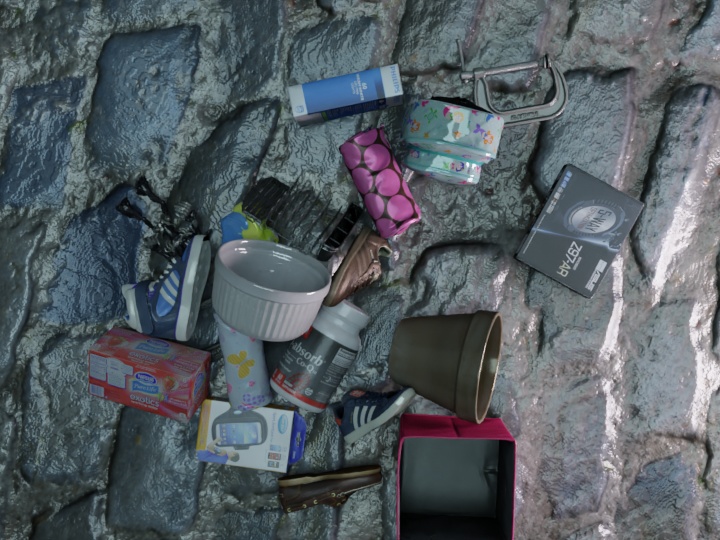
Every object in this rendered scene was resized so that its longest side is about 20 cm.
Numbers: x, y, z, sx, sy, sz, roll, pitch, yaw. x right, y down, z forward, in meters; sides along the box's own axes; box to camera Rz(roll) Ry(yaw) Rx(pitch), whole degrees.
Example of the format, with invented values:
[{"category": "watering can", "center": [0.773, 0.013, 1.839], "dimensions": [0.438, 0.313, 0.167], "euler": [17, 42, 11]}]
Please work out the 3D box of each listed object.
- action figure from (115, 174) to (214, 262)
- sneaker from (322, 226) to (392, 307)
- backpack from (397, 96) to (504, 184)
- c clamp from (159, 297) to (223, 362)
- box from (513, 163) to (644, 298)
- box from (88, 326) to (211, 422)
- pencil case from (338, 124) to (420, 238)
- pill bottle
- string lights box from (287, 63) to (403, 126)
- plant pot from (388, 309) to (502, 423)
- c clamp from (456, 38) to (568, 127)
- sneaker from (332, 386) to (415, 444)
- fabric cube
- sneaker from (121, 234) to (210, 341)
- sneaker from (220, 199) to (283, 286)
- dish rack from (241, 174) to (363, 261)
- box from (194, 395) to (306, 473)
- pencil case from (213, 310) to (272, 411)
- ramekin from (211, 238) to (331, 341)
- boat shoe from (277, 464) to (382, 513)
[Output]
[{"category": "action figure", "center": [-0.356, -0.077, 1.547], "dimensions": [0.200, 0.102, 0.119], "euler": [41, 81, 2]}, {"category": "sneaker", "center": [0.000, 0.000, 1.505], "dimensions": [0.075, 0.070, 0.200], "euler": [32, 50, -3]}, {"category": "backpack", "center": [0.156, -0.230, 1.469], "dimensions": [0.177, 0.200, 0.151], "euler": [13, 89, -5]}, {"category": "c clamp", "center": [-0.300, 0.093, 1.574], "dimensions": [0.200, 0.027, 0.171], "euler": [-31, 102, 3]}, {"category": "box", "center": [0.400, -0.072, 1.547], "dimensions": [0.160, 0.044, 0.200], "euler": [30, 92, 2]}, {"category": "box", "center": [-0.383, 0.186, 1.527], "dimensions": [0.200, 0.095, 0.103], "euler": [13, 117, 10]}, {"category": "pencil case", "center": [0.040, -0.163, 1.541], "dimensions": [0.094, 0.091, 0.200], "euler": [-25, 92, -14]}, {"category": "pill bottle", "center": [-0.070, 0.147, 1.533], "dimensions": [0.116, 0.116, 0.200], "euler": [30, 92, 1]}, {"category": "string lights box", "center": [-0.024, -0.317, 1.528], "dimensions": [0.200, 0.103, 0.059], "euler": [-12, 90, 2]}, {"category": "plant pot", "center": [0.149, 0.156, 1.503], "dimensions": [0.173, 0.200, 0.200], "euler": [11, 92, 19]}, {"category": "c clamp", "center": [0.282, -0.352, 1.555], "dimensions": [0.199, 0.027, 0.171], "euler": [-4, 91, 3]}, {"category": "sneaker", "center": [0.016, 0.242, 1.515], "dimensions": [0.200, 0.075, 0.085], "euler": [-41, 78, 40]}, {"category": "fabric cube", "center": [0.162, 0.370, 1.488], "dimensions": [0.199, 0.199, 0.197], "euler": [2, 92, 2]}, {"category": "sneaker", "center": [-0.359, 0.021, 1.508], "dimensions": [0.146, 0.081, 0.201], "euler": [13, 95, 8]}, {"category": "sneaker", "center": [-0.197, -0.029, 1.566], "dimensions": [0.105, 0.076, 0.200], "euler": [-22, 91, 21]}, {"category": "dish rack", "center": [-0.109, -0.107, 1.518], "dimensions": [0.200, 0.153, 0.055], "euler": [31, 128, 1]}, {"category": "box", "center": [-0.205, 0.309, 1.579], "dimensions": [0.199, 0.041, 0.119], "euler": [7, 91, 4]}, {"category": "pencil case", "center": [-0.212, 0.154, 1.530], "dimensions": [0.083, 0.091, 0.200], "euler": [-7, 104, 0]}, {"category": "ramekin", "center": [-0.158, 0.036, 1.429], "dimensions": [0.200, 0.200, 0.105], "euler": [18, 111, 2]}, {"category": "boat shoe", "center": [-0.054, 0.406, 1.561], "dimensions": [0.200, 0.070, 0.071], "euler": [-11, 84, 11]}]
